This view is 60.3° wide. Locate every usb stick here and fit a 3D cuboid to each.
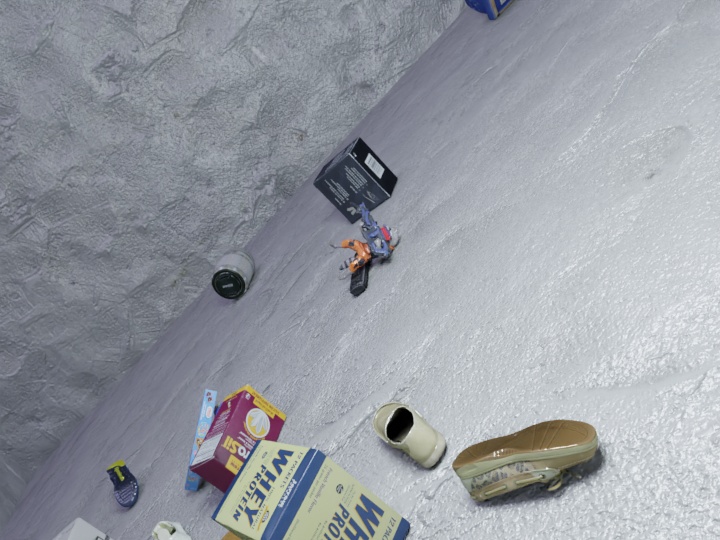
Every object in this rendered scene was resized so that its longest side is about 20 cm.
[{"bbox_3d":[0.000,0.000,1.701,0.055,0.033,0.201,-31,24,20],"label":"usb stick"}]

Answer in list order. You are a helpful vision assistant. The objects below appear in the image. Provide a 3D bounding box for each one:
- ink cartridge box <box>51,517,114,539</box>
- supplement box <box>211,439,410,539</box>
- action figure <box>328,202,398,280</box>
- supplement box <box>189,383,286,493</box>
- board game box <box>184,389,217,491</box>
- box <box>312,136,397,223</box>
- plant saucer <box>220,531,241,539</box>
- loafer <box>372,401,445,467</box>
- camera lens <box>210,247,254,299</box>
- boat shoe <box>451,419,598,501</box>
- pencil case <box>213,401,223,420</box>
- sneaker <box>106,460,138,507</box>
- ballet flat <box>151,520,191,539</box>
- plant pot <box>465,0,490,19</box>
[{"bbox_3d":[-0.642,0.703,1.470,0.145,0.200,0.084,-40,20,19],"label":"ink cartridge box"},{"bbox_3d":[-0.074,0.364,0.900,0.198,0.200,0.135,-15,37,55],"label":"supplement box"},{"bbox_3d":[0.013,-0.077,1.675,0.190,0.105,0.203,-19,52,5],"label":"action figure"},{"bbox_3d":[-0.271,0.383,1.395,0.102,0.131,0.202,-31,26,37],"label":"supplement box"},{"bbox_3d":[-0.405,0.430,1.573,0.152,0.036,0.203,114,162,-47],"label":"board game box"},{"bbox_3d":[-0.017,-0.297,2.060,0.199,0.197,0.118,-31,23,39],"label":"box"},{"bbox_3d":[-0.242,0.550,1.154,0.200,0.035,0.201,-41,21,19],"label":"plant saucer"},{"bbox_3d":[0.068,0.252,1.010,0.076,0.068,0.199,-52,19,-14],"label":"loafer"},{"bbox_3d":[-0.543,0.013,2.652,0.159,0.160,0.201,-38,21,23],"label":"camera lens"},{"bbox_3d":[0.208,0.238,0.769,0.198,0.064,0.073,-28,1,40],"label":"boat shoe"},{"bbox_3d":[-0.342,0.408,1.571,0.200,0.076,0.089,-111,31,-69],"label":"pencil case"},{"bbox_3d":[-0.728,0.673,1.925,0.073,0.084,0.199,-25,30,-22],"label":"sneaker"},{"bbox_3d":[-0.444,0.611,1.428,0.199,0.069,0.070,-17,35,57],"label":"ballet flat"},{"bbox_3d":[0.532,-1.158,2.507,0.200,0.199,0.181,-43,64,8],"label":"plant pot"}]
